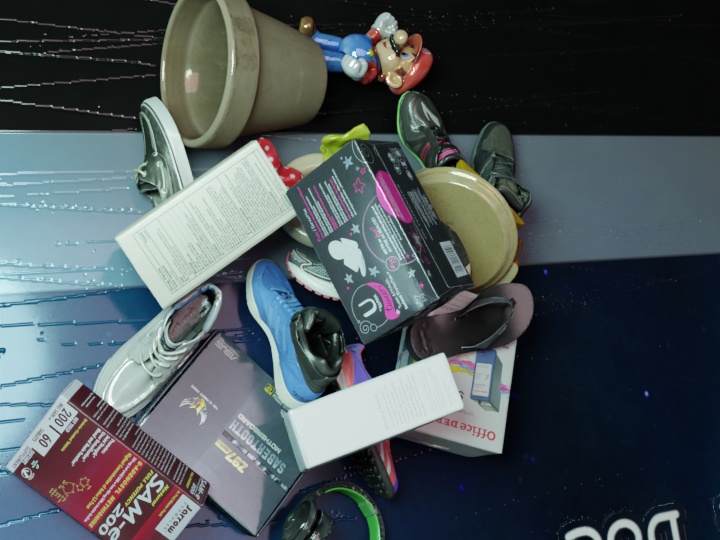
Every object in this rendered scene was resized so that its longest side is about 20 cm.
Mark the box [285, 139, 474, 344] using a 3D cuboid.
[{"bbox_3d":[0.024,-0.036,1.039,0.203,0.114,0.132,62,26,7],"label":"box"}]

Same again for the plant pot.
[{"bbox_3d":[-0.139,-0.254,1.140,0.172,0.199,0.205,-2,77,-36],"label":"plant pot"}]

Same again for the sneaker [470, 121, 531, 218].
[{"bbox_3d":[0.205,-0.132,1.280,0.075,0.114,0.203,20,68,-17],"label":"sneaker"}]

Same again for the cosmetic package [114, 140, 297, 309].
[{"bbox_3d":[-0.181,-0.057,1.057,0.198,0.087,0.104,-34,102,-8],"label":"cosmetic package"}]

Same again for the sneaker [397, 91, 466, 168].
[{"bbox_3d":[0.115,-0.167,1.267,0.076,0.084,0.203,-22,86,-25],"label":"sneaker"}]

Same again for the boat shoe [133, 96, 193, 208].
[{"bbox_3d":[-0.249,-0.118,1.117,0.063,0.071,0.204,-17,86,-24],"label":"boat shoe"}]

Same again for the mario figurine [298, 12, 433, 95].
[{"bbox_3d":[0.012,-0.318,1.250,0.196,0.106,0.126,5,84,-17],"label":"mario figurine"}]

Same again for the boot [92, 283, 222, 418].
[{"bbox_3d":[-0.241,0.092,1.054,0.073,0.095,0.201,40,66,-8],"label":"boot"}]

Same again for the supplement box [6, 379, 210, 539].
[{"bbox_3d":[-0.281,0.232,1.001,0.199,0.061,0.109,39,98,-8],"label":"supplement box"}]

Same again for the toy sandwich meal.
[{"bbox_3d":[0.134,-0.055,1.214,0.205,0.205,0.070,45,36,-5],"label":"toy sandwich meal"}]

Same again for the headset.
[{"bbox_3d":[-0.045,0.340,1.073,0.199,0.094,0.125,-33,90,-36],"label":"headset"}]

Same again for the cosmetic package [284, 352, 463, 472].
[{"bbox_3d":[0.013,0.170,1.057,0.196,0.102,0.073,-18,79,-12],"label":"cosmetic package"}]

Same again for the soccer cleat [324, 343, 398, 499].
[{"bbox_3d":[0.011,0.192,1.149,0.072,0.068,0.203,-22,84,-29],"label":"soccer cleat"}]

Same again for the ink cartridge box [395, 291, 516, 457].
[{"bbox_3d":[0.125,0.135,1.196,0.143,0.087,0.204,18,73,-17],"label":"ink cartridge box"}]

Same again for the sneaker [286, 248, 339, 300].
[{"bbox_3d":[0.000,0.000,1.154,0.196,0.081,0.076,12,103,5],"label":"sneaker"}]

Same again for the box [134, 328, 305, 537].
[{"bbox_3d":[-0.156,0.198,1.087,0.200,0.051,0.158,43,66,-7],"label":"box"}]

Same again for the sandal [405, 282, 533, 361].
[{"bbox_3d":[0.152,0.071,1.151,0.197,0.043,0.077,-21,85,-26],"label":"sandal"}]

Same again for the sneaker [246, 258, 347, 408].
[{"bbox_3d":[-0.076,0.057,1.099,0.076,0.111,0.203,6,56,-39],"label":"sneaker"}]

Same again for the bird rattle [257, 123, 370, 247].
[{"bbox_3d":[-0.061,-0.107,1.154,0.197,0.113,0.165,-16,69,-27],"label":"bird rattle"}]

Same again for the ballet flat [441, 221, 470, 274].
[{"bbox_3d":[0.076,-0.052,1.160,0.201,0.066,0.057,52,35,-16],"label":"ballet flat"}]
